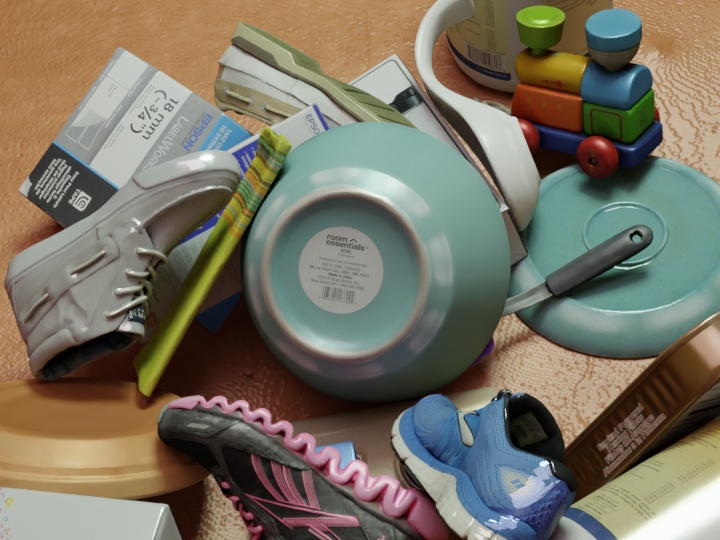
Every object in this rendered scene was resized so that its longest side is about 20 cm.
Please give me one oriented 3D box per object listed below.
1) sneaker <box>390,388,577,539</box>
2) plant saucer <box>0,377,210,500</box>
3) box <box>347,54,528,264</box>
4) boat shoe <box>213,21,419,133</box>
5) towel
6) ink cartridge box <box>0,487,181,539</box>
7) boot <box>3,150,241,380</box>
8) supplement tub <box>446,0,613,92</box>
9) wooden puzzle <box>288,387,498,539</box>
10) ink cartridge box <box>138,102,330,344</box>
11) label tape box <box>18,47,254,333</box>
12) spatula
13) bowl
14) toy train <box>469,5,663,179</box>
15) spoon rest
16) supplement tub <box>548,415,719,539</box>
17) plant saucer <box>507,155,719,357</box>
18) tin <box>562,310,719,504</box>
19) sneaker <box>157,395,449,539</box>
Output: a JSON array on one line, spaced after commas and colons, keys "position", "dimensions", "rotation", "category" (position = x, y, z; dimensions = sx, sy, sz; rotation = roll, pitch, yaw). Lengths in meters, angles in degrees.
[{"position": [0.082, 0.116, 1.016], "dimensions": [0.089, 0.079, 0.200], "rotation": [-45, 22, 0], "category": "sneaker"}, {"position": [-0.193, 0.108, 1.122], "dimensions": [0.198, 0.038, 0.200], "rotation": [4, 10, -1], "category": "plant saucer"}, {"position": [0.029, -0.063, 1.281], "dimensions": [0.116, 0.060, 0.201], "rotation": [-31, 49, 1], "category": "box"}, {"position": [-0.031, -0.114, 1.266], "dimensions": [0.199, 0.075, 0.069], "rotation": [36, 103, 31], "category": "boat shoe"}, {"position": [-0.106, -0.009, 1.172], "dimensions": [0.018, 0.086, 0.201], "rotation": [29, 93, -10], "category": "towel"}, {"position": [-0.213, 0.229, 1.022], "dimensions": [0.198, 0.146, 0.146], "rotation": [4, 52, 14], "category": "ink cartridge box"}, {"position": [-0.157, 0.002, 1.161], "dimensions": [0.199, 0.073, 0.096], "rotation": [-31, 62, 20], "category": "boot"}, {"position": [0.134, -0.262, 1.360], "dimensions": [0.143, 0.201, 0.146], "rotation": [-5, 48, 5], "category": "supplement tub"}, {"position": [0.017, 0.162, 1.110], "dimensions": [0.183, 0.047, 0.201], "rotation": [-10, 48, 1], "category": "wooden puzzle"}, {"position": [-0.097, -0.034, 1.231], "dimensions": [0.199, 0.037, 0.095], "rotation": [-29, 92, 3], "category": "ink cartridge box"}, {"position": [-0.151, -0.066, 1.294], "dimensions": [0.199, 0.063, 0.145], "rotation": [33, 87, 34], "category": "label tape box"}, {"position": [0.122, 0.018, 1.204], "dimensions": [0.199, 0.021, 0.057], "rotation": [-28, 67, -2], "category": "spatula"}, {"position": [0.000, 0.000, 1.143], "dimensions": [0.199, 0.203, 0.105], "rotation": [1, 5, 11], "category": "bowl"}, {"position": [0.137, -0.154, 1.302], "dimensions": [0.199, 0.117, 0.085], "rotation": [17, 40, 34], "category": "toy train"}, {"position": [0.086, -0.119, 1.263], "dimensions": [0.060, 0.099, 0.202], "rotation": [-20, 63, 7], "category": "spoon rest"}, {"position": [0.216, 0.172, 1.000], "dimensions": [0.199, 0.145, 0.145], "rotation": [-28, 50, -15], "category": "supplement tub"}, {"position": [0.199, -0.021, 1.253], "dimensions": [0.198, 0.028, 0.201], "rotation": [-5, 49, 5], "category": "plant saucer"}, {"position": [0.193, 0.094, 1.053], "dimensions": [0.112, 0.200, 0.042], "rotation": [-11, 56, -53], "category": "tin"}, {"position": [-0.047, 0.150, 1.043], "dimensions": [0.199, 0.079, 0.096], "rotation": [26, 76, 6], "category": "sneaker"}]
